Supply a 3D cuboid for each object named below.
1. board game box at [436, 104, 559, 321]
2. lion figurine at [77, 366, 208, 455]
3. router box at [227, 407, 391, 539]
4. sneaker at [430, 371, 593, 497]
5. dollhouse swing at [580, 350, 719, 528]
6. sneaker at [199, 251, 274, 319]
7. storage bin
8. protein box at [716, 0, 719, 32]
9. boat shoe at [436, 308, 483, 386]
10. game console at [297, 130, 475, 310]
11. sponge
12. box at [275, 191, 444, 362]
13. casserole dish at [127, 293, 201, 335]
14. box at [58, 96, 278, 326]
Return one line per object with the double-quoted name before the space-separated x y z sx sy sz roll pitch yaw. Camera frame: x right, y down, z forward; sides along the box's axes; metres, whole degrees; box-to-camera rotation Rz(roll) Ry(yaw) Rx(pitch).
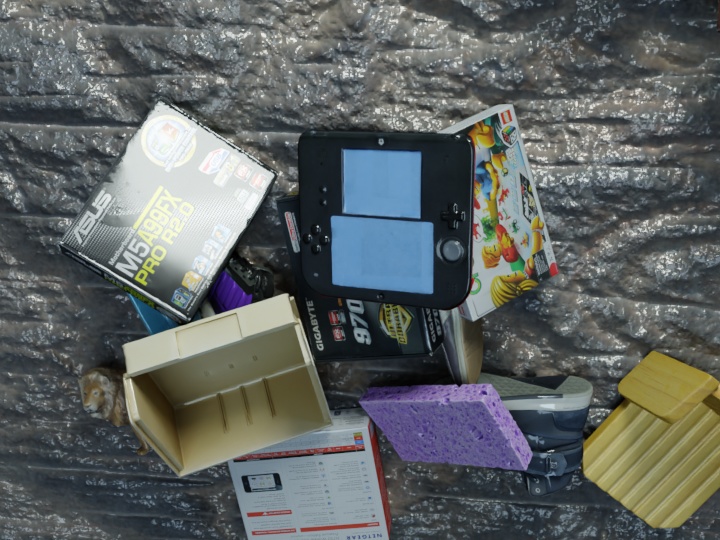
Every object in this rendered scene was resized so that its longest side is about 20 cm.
"board game box" 0.137 -0.063 0.860 0.125 0.035 0.203 -26 108 -18
"lion figurine" -0.258 0.165 1.020 0.196 0.073 0.125 -16 102 -3
"router box" -0.069 0.280 1.046 0.196 0.049 0.183 -6 111 9
"sneaker" 0.181 0.206 0.974 0.198 0.077 0.149 3 111 6
"dollhouse swing" 0.388 0.230 0.919 0.199 0.182 0.177 37 91 -9
"sneaker" -0.154 0.006 0.942 0.098 0.070 0.203 -17 112 4
"storage bin" -0.146 0.132 0.894 0.196 0.095 0.200 -17 149 -5
"protein box" 0.434 -0.315 0.667 0.195 0.135 0.204 -13 113 -19
"boat shoe" 0.099 0.042 0.925 0.064 0.072 0.204 -5 110 27
"game console" 0.024 -0.053 0.820 0.196 0.031 0.180 6 109 23
"sponge" 0.098 0.187 0.942 0.198 0.030 0.112 -10 122 45
"box" 0.000 0.000 0.893 0.156 0.046 0.204 -6 104 28
"casserole dish" -0.248 0.013 0.930 0.121 0.039 0.202 -19 101 59
"box" -0.206 -0.064 0.863 0.159 0.044 0.202 32 70 -7
